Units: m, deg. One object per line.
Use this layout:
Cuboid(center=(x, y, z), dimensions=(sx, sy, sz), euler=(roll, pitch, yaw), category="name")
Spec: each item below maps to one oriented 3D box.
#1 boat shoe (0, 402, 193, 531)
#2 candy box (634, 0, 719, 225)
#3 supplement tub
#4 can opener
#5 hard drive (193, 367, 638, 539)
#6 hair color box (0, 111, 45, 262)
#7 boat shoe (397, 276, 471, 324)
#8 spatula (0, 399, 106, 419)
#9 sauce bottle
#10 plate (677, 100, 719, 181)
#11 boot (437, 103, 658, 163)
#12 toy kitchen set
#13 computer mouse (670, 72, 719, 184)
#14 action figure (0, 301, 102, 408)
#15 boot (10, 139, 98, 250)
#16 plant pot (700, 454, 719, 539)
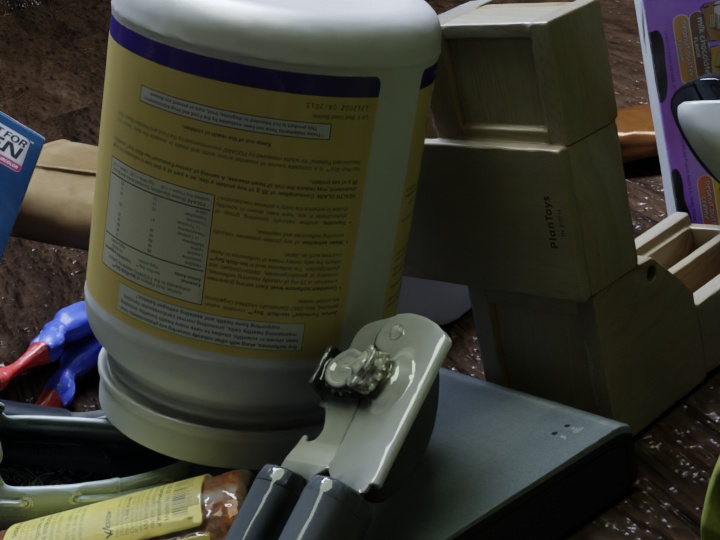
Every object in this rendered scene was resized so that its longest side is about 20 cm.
Cuboid(center=(-0.170, 0.086, 0.678), dimensions=(0.198, 0.072, 0.070), euler=(7, 31, -20), category="boat shoe")
Cuboid(center=(0.266, -0.108, 0.868), dimensions=(0.197, 0.170, 0.072), euler=(-11, 21, 8), category="candy box")
Cuboid(center=(-0.048, -0.030, 0.682), dimensions=(0.143, 0.203, 0.146), euler=(8, 20, -3), category="supplement tub")
Cuboid(center=(-0.015, 0.103, 0.590), dimensions=(0.052, 0.067, 0.201), euler=(2, 52, 44), category="can opener")
Cuboid(center=(0.010, 0.092, 0.709), dimensions=(0.139, 0.033, 0.199), euler=(-27, 23, -30), category="hard drive")
Cuboid(center=(-0.260, 0.006, 0.894), dimensions=(0.099, 0.060, 0.202), euler=(-15, 53, 49), category="hair color box")
Cuboid(center=(0.000, 0.000, 0.862), dimensions=(0.069, 0.072, 0.199), euler=(18, 25, 37), category="boat shoe")
Cuboid(center=(-0.135, 0.070, 0.785), dimensions=(0.197, 0.021, 0.056), euler=(-1, 13, -23), category="spatula")
Cuboid(center=(-0.133, 0.135, 0.640), dimensions=(0.197, 0.067, 0.066), euler=(-13, 19, 6), category="sauce bottle")
Cuboid(center=(0.254, -0.007, 0.641), dimensions=(0.199, 0.199, 0.033), euler=(7, 68, 45), category="plate")
Cuboid(center=(0.155, -0.075, 1.055), dimensions=(0.197, 0.069, 0.188), euler=(-2, 14, 10), category="boot")
Cuboid(center=(0.099, -0.050, 0.778), dimensions=(0.162, 0.202, 0.180), euler=(8, 28, 45), category="toy kitchen set")
Cuboid(center=(0.252, -0.055, 0.751), dimensions=(0.198, 0.046, 0.141), euler=(20, -19, 4), category="computer mouse")
Cuboid(center=(-0.187, 0.031, 0.956), dimensions=(0.098, 0.066, 0.200), euler=(10, 29, 31), category="action figure")
Cuboid(center=(-0.150, -0.021, 0.924), dimensions=(0.198, 0.067, 0.175), euler=(12, 25, 27), category="boot")
Cuboid(center=(0.207, 0.046, 0.498), dimensions=(0.199, 0.202, 0.184), euler=(4, 37, 41), category="plant pot")
